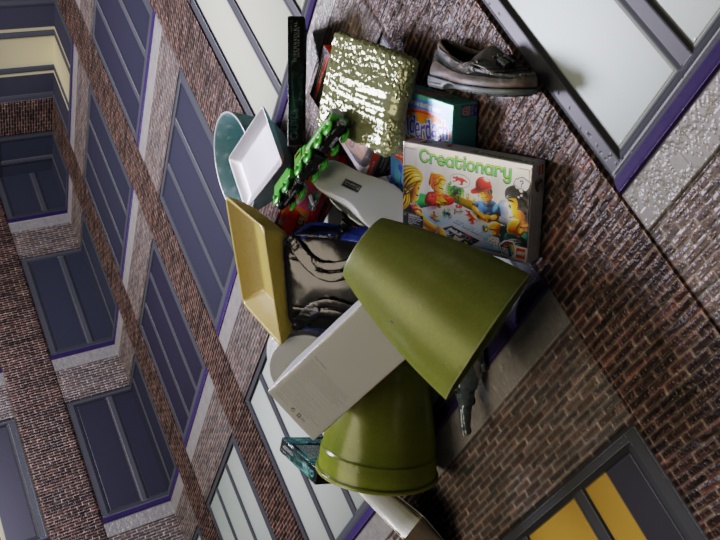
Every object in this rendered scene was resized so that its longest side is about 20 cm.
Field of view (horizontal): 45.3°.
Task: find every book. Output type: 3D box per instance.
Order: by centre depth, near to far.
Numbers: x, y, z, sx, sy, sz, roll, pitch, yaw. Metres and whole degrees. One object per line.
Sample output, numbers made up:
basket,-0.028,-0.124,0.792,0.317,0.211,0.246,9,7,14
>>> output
book,0.066,0.418,1.456,0.134,0.048,0.199,51,166,-33

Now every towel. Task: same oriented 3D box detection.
towel,0.007,-0.256,1.241,0.199,0.036,0.151,31,116,47

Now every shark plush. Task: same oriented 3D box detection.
shark plush,0.129,0.133,1.239,0.091,0.082,0.203,22,120,56

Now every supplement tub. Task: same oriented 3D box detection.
supplement tub,-0.083,0.118,1.477,0.201,0.143,0.147,-84,-5,-66

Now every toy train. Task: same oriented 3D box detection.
toy train,-0.076,-0.165,1.292,0.200,0.041,0.057,-48,33,40

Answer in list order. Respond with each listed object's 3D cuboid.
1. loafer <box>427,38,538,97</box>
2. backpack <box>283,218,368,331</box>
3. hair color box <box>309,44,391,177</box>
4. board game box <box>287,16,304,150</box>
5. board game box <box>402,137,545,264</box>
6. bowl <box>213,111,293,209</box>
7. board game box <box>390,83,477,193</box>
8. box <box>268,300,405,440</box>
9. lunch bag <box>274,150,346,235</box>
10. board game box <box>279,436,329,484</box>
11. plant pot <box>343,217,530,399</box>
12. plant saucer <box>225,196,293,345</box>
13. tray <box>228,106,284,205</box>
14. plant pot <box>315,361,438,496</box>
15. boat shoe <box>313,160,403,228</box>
loafer,0.146,-0.252,1.069,0.199,0.071,0.064,27,119,57
backpack,0.000,0.000,1.343,0.197,0.168,0.165,5,113,27
hair color box,-0.003,-0.250,1.343,0.201,0.061,0.102,58,146,29
board game box,-0.105,-0.305,1.433,0.135,0.028,0.203,-118,29,-85
board game box,0.141,-0.093,1.114,0.198,0.034,0.128,17,117,38
bowl,-0.200,-0.211,1.672,0.200,0.104,0.204,31,127,53
board game box,0.099,-0.150,1.217,0.152,0.044,0.203,32,128,53
box,-0.017,0.124,1.223,0.098,0.124,0.200,46,112,-1
lunch bag,-0.099,-0.100,1.466,0.081,0.177,0.201,26,136,0
board game box,-0.022,0.321,1.475,0.135,0.198,0.029,24,104,56
plant pot,0.082,0.028,1.099,0.199,0.187,0.188,35,138,12
plant saucer,-0.155,-0.008,1.406,0.200,0.048,0.203,-142,42,-59
tray,-0.179,-0.194,1.513,0.200,0.022,0.109,-38,70,58
plant pot,0.033,0.223,1.364,0.200,0.198,0.196,18,106,57
boat shoe,0.012,-0.102,1.289,0.199,0.071,0.064,36,172,36
